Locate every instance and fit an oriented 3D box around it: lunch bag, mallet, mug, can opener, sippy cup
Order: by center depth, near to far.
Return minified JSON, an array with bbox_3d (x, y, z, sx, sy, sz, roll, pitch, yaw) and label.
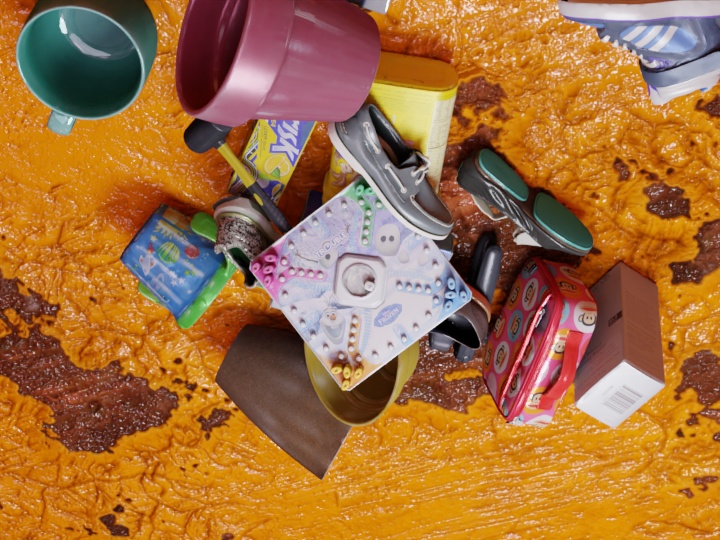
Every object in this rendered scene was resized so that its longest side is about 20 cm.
[{"bbox_3d":[-0.328,-0.265,1.608,0.185,0.115,0.152,-24,123,25],"label":"mug"},{"bbox_3d":[-0.132,-0.115,1.660,0.200,0.041,0.066,47,134,1],"label":"mallet"},{"bbox_3d":[0.235,0.101,1.771,0.082,0.176,0.200,12,115,-17],"label":"lunch bag"},{"bbox_3d":[-0.239,-0.015,1.797,0.130,0.140,0.178,38,106,-10],"label":"sippy cup"},{"bbox_3d":[0.153,0.042,1.825,0.078,0.063,0.200,1,131,-23],"label":"can opener"}]

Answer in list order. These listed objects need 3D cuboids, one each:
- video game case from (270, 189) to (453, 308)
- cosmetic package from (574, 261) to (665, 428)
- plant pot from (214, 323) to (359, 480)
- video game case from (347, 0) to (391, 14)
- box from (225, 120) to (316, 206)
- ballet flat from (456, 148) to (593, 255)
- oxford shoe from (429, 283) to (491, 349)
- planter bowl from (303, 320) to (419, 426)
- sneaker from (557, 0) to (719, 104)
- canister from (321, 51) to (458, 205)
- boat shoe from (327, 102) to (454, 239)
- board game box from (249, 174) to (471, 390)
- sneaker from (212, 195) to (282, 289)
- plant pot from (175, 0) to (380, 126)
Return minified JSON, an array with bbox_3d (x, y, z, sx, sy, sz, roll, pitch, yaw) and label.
[{"bbox_3d":[0.000,0.000,1.815,0.200,0.046,0.181,17,130,-7],"label":"video game case"},{"bbox_3d":[0.330,0.093,1.757,0.074,0.200,0.102,30,125,-17],"label":"cosmetic package"},{"bbox_3d":[-0.094,0.161,1.901,0.200,0.187,0.187,29,128,3],"label":"plant pot"},{"bbox_3d":[-0.034,-0.398,1.507,0.200,0.046,0.182,18,128,-7],"label":"video game case"},{"bbox_3d":[-0.098,-0.173,1.685,0.070,0.064,0.200,21,128,-10],"label":"box"},{"bbox_3d":[0.203,-0.078,1.729,0.200,0.068,0.068,39,134,-10],"label":"ballet flat"},{"bbox_3d":[0.086,0.031,1.743,0.200,0.073,0.071,31,127,-17],"label":"oxford shoe"},{"bbox_3d":[0.017,0.097,1.772,0.083,0.201,0.201,-5,141,-39],"label":"planter bowl"},{"bbox_3d":[0.321,-0.251,1.557,0.199,0.081,0.147,0,125,0],"label":"sneaker"},{"bbox_3d":[0.037,-0.160,1.665,0.148,0.087,0.200,9,128,0],"label":"canister"},{"bbox_3d":[0.049,-0.116,1.600,0.062,0.073,0.200,-34,111,31],"label":"boat shoe"},{"bbox_3d":[-0.001,0.013,1.649,0.200,0.026,0.200,-37,93,8],"label":"board game box"},{"bbox_3d":[-0.123,-0.002,1.725,0.077,0.089,0.200,-18,132,40],"label":"sneaker"},{"bbox_3d":[-0.086,-0.248,1.512,0.179,0.200,0.200,12,133,-29],"label":"plant pot"}]
